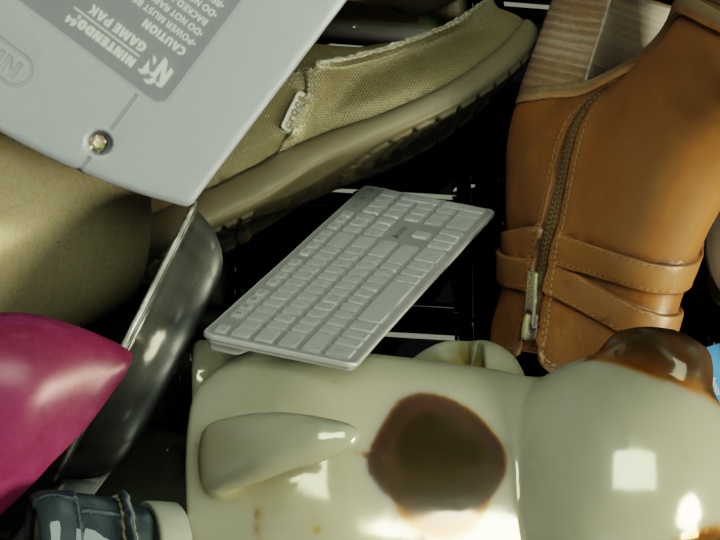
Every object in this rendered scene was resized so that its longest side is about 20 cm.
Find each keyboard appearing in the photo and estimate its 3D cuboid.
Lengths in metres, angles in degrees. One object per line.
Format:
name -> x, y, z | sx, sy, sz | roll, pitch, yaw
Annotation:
keyboard -> 0.000, 0.000, 1.063 | 0.056, 0.200, 0.011 | 6, 108, 16

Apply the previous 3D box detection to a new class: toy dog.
toy dog -> 0.038, 0.073, 1.033 | 0.200, 0.194, 0.140 | 0, 62, -2

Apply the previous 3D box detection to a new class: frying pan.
frying pan -> -0.097, 0.062, 1.030 | 0.031, 0.115, 0.190 | 26, 78, -4

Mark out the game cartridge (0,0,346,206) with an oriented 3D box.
game cartridge -> -0.109, -0.118, 0.970 | 0.200, 0.040, 0.133 | 38, 87, -19

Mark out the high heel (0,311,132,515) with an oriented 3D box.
high heel -> -0.140, 0.103, 0.995 | 0.096, 0.200, 0.067 | 5, 36, -13

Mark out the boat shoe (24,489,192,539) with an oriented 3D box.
boat shoe -> -0.113, 0.169, 0.986 | 0.062, 0.075, 0.200 | 12, 111, -21

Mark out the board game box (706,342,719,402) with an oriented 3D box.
board game box -> 0.216, 0.112, 1.127 | 0.134, 0.045, 0.200 | -16, 75, -16

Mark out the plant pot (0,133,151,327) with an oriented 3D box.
plant pot -> -0.186, -0.021, 1.038 | 0.200, 0.187, 0.188 | -8, 72, -27

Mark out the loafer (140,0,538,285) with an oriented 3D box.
loafer -> -0.020, -0.065, 1.127 | 0.200, 0.076, 0.067 | -28, 84, -19

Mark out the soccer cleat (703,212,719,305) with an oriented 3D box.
soccer cleat -> 0.172, -0.075, 1.146 | 0.070, 0.086, 0.200 | 7, 54, -8

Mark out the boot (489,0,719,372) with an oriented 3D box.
boot -> 0.120, -0.024, 1.069 | 0.074, 0.200, 0.155 | 11, 93, -26

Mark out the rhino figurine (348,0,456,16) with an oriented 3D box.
rhino figurine -> -0.010, -0.140, 1.113 | 0.087, 0.200, 0.060 | 48, 109, 13
